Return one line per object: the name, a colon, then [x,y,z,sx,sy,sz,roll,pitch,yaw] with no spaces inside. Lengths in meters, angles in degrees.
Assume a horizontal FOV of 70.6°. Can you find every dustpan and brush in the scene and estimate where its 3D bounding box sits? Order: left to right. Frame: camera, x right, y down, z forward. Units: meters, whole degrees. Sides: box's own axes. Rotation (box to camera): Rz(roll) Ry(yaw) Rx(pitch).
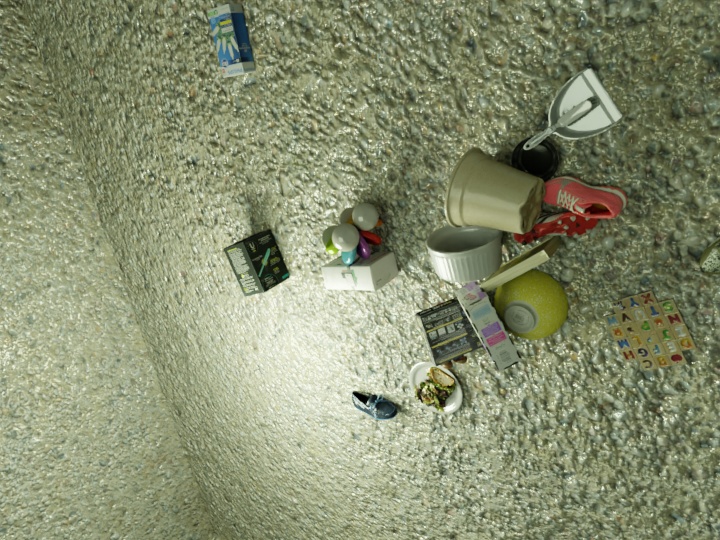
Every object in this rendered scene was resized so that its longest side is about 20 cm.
dustpan and brush: [0.462,-0.338,1.154,0.200,0.057,0.140,-34,90,42]

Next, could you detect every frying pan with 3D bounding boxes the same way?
frying pan: [0.434,-0.234,1.248,0.114,0.031,0.191,1,115,37]

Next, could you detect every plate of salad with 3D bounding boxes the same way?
plate of salad: [0.245,0.398,1.697,0.199,0.048,0.201,17,121,30]

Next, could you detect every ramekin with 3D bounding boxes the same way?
ramekin: [0.280,-0.051,1.350,0.199,0.200,0.098,3,121,36]

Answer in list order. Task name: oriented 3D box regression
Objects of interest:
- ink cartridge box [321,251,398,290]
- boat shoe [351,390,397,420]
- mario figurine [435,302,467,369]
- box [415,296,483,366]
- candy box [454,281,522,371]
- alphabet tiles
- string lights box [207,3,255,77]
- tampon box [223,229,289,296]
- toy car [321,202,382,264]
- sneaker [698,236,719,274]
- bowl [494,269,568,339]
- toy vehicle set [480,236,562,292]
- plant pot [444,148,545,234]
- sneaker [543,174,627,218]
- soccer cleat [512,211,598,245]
ink cartridge box: [0.000,0.000,1.619,0.199,0.146,0.085,-1,110,37]
boat shoe: [0.042,0.496,1.874,0.199,0.084,0.069,3,125,34]
mario figurine: [0.267,0.194,1.527,0.105,0.123,0.201,-8,101,36]
box: [0.277,0.165,1.470,0.049,0.199,0.162,-144,33,-77]
candy box: [0.338,0.143,1.361,0.071,0.168,0.201,-29,101,8]
alphabet tiles: [0.706,0.151,1.248,0.166,0.006,0.201,-25,96,42]
string lights box: [-0.410,-0.731,1.625,0.102,0.059,0.201,5,115,34]
tampon box: [-0.385,-0.028,1.895,0.126,0.150,0.201,-12,104,39]
toy car: [-0.013,-0.104,1.553,0.150,0.200,0.175,47,164,-16]
sneaker: [0.791,-0.043,1.032,0.077,0.088,0.200,54,133,2]
bowl: [0.441,0.108,1.362,0.199,0.108,0.201,17,121,31]
toy vehicle set: [0.413,-0.017,1.309,0.200,0.124,0.027,-36,88,43]
plant pot: [0.334,-0.177,1.228,0.183,0.200,0.202,23,124,33]
sneaker: [0.506,-0.166,1.179,0.199,0.087,0.074,15,131,29]
soccer cleat: [0.475,-0.116,1.254,0.199,0.085,0.069,-13,122,18]
